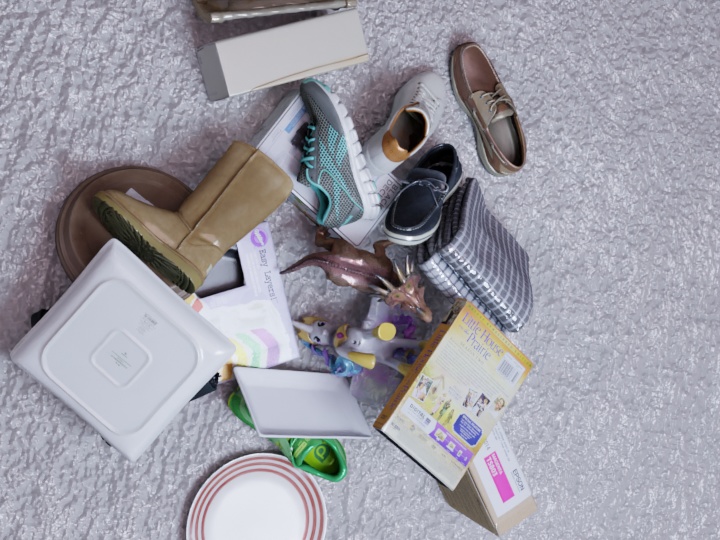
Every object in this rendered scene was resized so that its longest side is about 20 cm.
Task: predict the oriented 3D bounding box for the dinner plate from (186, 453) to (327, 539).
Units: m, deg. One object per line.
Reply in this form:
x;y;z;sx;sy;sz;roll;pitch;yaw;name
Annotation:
-0.141;0.346;1.533;0.198;0.024;0.202;-2;94;-23;dinner plate

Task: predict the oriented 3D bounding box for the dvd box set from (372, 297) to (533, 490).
0.121;0.157;1.437;0.146;0.029;0.201;42;75;-28;dvd box set

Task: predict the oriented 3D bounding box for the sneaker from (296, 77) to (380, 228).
-0.045;-0.145;1.445;0.091;0.078;0.202;-25;101;-14;sneaker

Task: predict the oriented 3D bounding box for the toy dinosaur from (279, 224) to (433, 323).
0.000;0.000;1.447;0.198;0.136;0.087;8;110;-11;toy dinosaur

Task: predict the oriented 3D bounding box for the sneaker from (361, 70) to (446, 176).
0.080;-0.207;1.521;0.073;0.084;0.201;43;53;-16;sneaker

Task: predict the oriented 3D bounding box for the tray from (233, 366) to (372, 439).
-0.078;0.181;1.489;0.199;0.108;0.022;9;133;-43;tray

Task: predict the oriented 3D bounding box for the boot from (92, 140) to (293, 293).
-0.206;-0.090;1.393;0.175;0.066;0.200;42;60;-6;boot

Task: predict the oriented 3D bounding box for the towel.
0.162;-0.019;1.540;0.085;0.201;0.166;-36;111;27;towel

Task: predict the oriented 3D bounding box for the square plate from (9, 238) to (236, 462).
-0.284;0.100;1.337;0.200;0.028;0.198;42;99;-8;square plate

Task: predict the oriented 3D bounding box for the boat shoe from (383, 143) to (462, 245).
0.083;-0.103;1.498;0.200;0.074;0.063;-54;151;-45;boat shoe

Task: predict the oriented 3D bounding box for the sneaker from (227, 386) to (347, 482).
-0.088;0.214;1.510;0.200;0.084;0.074;38;87;-20;sneaker

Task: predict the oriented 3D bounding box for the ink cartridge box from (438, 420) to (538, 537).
0.146;0.248;1.568;0.075;0.165;0.201;-28;105;-18;ink cartridge box

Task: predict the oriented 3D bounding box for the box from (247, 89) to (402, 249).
-0.049;-0.134;1.514;0.200;0.060;0.117;43;78;-20;box

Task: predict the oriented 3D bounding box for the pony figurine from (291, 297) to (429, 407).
0.024;0.100;1.510;0.192;0.199;0.168;17;85;-37;pony figurine

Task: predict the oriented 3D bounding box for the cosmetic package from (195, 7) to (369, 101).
-0.101;-0.279;1.460;0.198;0.103;0.074;-19;101;-19;cosmetic package

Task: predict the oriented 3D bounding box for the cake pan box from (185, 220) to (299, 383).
-0.188;0.044;1.477;0.183;0.052;0.202;-15;99;-23;cake pan box

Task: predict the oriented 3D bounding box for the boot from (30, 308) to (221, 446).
-0.286;0.097;1.391;0.167;0.076;0.201;-32;98;5;boot

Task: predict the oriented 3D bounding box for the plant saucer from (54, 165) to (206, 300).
-0.276;-0.045;1.398;0.198;0.029;0.202;7;65;-14;plant saucer

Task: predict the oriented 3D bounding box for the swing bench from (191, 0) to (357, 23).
-0.099;-0.387;1.391;0.197;0.200;0.131;-12;74;-21;swing bench

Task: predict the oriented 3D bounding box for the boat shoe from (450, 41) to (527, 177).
0.190;-0.230;1.600;0.075;0.072;0.201;-29;104;-18;boat shoe
